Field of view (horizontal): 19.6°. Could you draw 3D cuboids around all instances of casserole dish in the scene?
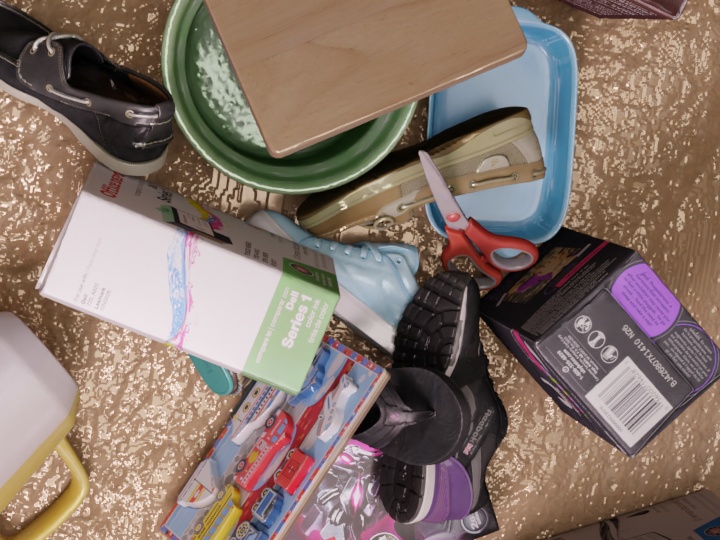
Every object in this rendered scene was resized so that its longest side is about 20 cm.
[{"bbox_3d":[0.109,-0.110,1.665,0.121,0.039,0.201,2,95,-10],"label":"casserole dish"}]

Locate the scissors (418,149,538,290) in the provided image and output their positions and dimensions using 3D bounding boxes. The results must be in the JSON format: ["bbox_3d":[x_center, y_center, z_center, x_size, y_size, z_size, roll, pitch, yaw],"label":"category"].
[{"bbox_3d":[0.069,-0.034,1.598,0.073,0.200,0.014,-21,57,25],"label":"scissors"}]

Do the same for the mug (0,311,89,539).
[{"bbox_3d":[-0.294,0.119,1.591,0.153,0.187,0.149,-42,69,-12],"label":"mug"}]

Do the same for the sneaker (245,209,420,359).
[{"bbox_3d":[0.000,0.000,1.646,0.200,0.074,0.082,38,84,-21],"label":"sneaker"}]

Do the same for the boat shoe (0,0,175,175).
[{"bbox_3d":[-0.218,-0.153,1.557,0.200,0.068,0.072,36,48,18],"label":"boat shoe"}]

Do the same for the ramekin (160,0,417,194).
[{"bbox_3d":[-0.057,-0.161,1.600,0.199,0.098,0.201,-1,96,-10],"label":"ramekin"}]

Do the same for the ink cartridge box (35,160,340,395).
[{"bbox_3d":[-0.123,0.002,1.514,0.200,0.145,0.084,22,99,-7],"label":"ink cartridge box"}]

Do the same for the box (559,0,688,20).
[{"bbox_3d":[0.173,-0.295,1.572,0.164,0.200,0.166,23,93,-11],"label":"box"}]

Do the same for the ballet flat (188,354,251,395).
[{"bbox_3d":[-0.138,0.003,1.629,0.072,0.072,0.201,-35,101,-4],"label":"ballet flat"}]

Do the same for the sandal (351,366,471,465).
[{"bbox_3d":[0.004,0.105,1.594,0.048,0.200,0.076,-8,103,-42],"label":"sandal"}]

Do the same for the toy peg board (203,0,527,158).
[{"bbox_3d":[-0.013,-0.202,1.518,0.200,0.098,0.200,-23,84,-7],"label":"toy peg board"}]

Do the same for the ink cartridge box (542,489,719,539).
[{"bbox_3d":[0.218,0.257,1.669,0.200,0.146,0.086,-14,100,-8],"label":"ink cartridge box"}]

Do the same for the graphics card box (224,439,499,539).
[{"bbox_3d":[-0.001,0.182,1.673,0.200,0.051,0.126,-19,98,-8],"label":"graphics card box"}]

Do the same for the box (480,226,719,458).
[{"bbox_3d":[0.182,0.051,1.612,0.106,0.200,0.122,-42,101,-3],"label":"box"}]

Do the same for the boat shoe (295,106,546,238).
[{"bbox_3d":[0.048,-0.064,1.607,0.200,0.073,0.063,-25,105,-16],"label":"boat shoe"}]

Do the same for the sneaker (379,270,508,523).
[{"bbox_3d":[0.074,0.097,1.623,0.087,0.076,0.200,3,103,-33],"label":"sneaker"}]

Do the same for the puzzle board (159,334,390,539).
[{"bbox_3d":[-0.071,0.138,1.589,0.017,0.151,0.200,37,85,-32],"label":"puzzle board"}]
